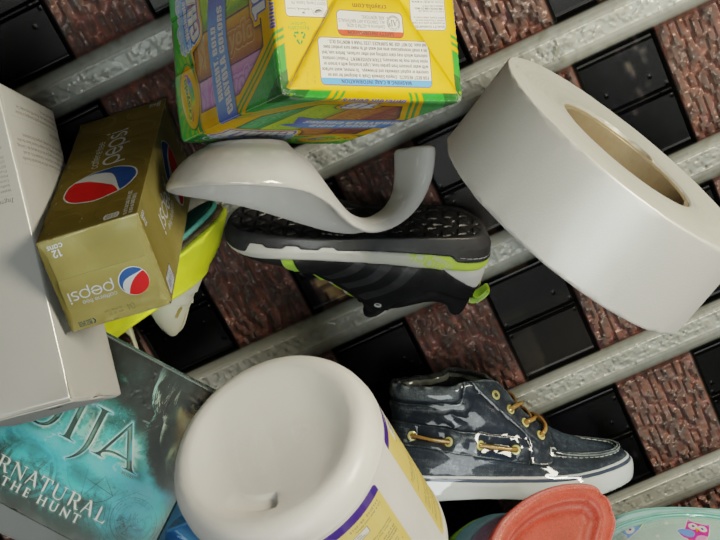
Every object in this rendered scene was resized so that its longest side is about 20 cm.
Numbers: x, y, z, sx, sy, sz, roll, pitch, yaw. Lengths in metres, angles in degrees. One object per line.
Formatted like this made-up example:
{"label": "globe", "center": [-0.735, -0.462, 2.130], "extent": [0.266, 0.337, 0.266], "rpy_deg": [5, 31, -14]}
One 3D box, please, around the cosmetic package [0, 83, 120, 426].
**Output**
{"label": "cosmetic package", "center": [-0.225, -0.005, 0.942], "extent": [0.084, 0.108, 0.202], "rpy_deg": [-14, 83, 6]}

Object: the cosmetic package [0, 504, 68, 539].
{"label": "cosmetic package", "center": [-0.252, 0.133, 1.105], "extent": [0.199, 0.090, 0.107], "rpy_deg": [27, 112, -17]}

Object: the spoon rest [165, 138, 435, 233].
{"label": "spoon rest", "center": [-0.034, -0.053, 0.971], "extent": [0.198, 0.099, 0.061], "rpy_deg": [-4, 90, -38]}

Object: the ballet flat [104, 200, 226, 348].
{"label": "ballet flat", "center": [-0.165, 0.029, 1.061], "extent": [0.199, 0.067, 0.067], "rpy_deg": [-34, 109, 3]}

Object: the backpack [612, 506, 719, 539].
{"label": "backpack", "center": [0.243, 0.270, 1.145], "extent": [0.174, 0.154, 0.201], "rpy_deg": [5, 131, -8]}

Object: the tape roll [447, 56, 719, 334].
{"label": "tape roll", "center": [0.155, -0.050, 0.973], "extent": [0.201, 0.203, 0.071], "rpy_deg": [32, 109, -16]}

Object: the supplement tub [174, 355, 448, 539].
{"label": "supplement tub", "center": [-0.024, 0.168, 1.004], "extent": [0.144, 0.146, 0.201], "rpy_deg": [-22, 136, 8]}

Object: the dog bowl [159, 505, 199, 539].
{"label": "dog bowl", "center": [-0.151, 0.218, 1.094], "extent": [0.049, 0.200, 0.112], "rpy_deg": [38, 128, 6]}

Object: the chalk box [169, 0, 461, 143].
{"label": "chalk box", "center": [-0.043, -0.147, 0.925], "extent": [0.123, 0.199, 0.125], "rpy_deg": [-4, 85, -28]}

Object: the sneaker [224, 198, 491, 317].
{"label": "sneaker", "center": [0.000, 0.000, 1.056], "extent": [0.197, 0.072, 0.084], "rpy_deg": [5, 120, -9]}

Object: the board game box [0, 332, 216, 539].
{"label": "board game box", "center": [-0.206, 0.100, 1.010], "extent": [0.198, 0.028, 0.136], "rpy_deg": [27, 87, -2]}

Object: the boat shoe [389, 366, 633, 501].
{"label": "boat shoe", "center": [0.115, 0.122, 1.122], "extent": [0.198, 0.071, 0.092], "rpy_deg": [-1, 98, -13]}

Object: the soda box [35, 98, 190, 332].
{"label": "soda box", "center": [-0.155, -0.042, 0.963], "extent": [0.067, 0.201, 0.065], "rpy_deg": [-16, 115, 6]}

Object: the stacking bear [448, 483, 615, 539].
{"label": "stacking bear", "center": [0.099, 0.243, 1.119], "extent": [0.112, 0.123, 0.200], "rpy_deg": [1, 161, -24]}
